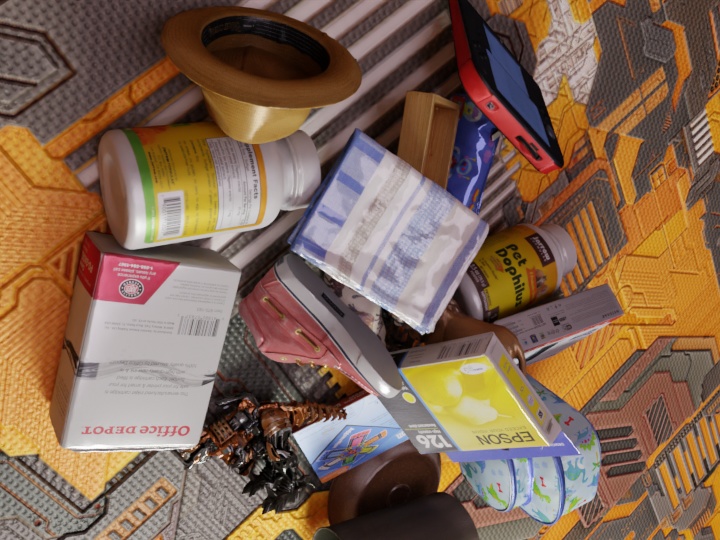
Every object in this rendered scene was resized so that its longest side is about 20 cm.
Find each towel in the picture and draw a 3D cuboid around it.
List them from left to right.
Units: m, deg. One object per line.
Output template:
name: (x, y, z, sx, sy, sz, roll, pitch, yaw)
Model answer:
towel: (0.036, -0.036, 0.775, 0.200, 0.024, 0.147, 32, 87, -25)

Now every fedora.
fedora: (-0.095, -0.178, 0.688, 0.200, 0.201, 0.082, -8, 134, -31)

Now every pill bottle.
pill bottle: (-0.145, -0.090, 0.721, 0.199, 0.111, 0.112, -12, 114, -30)
pill bottle: (0.195, 0.005, 0.986, 0.199, 0.109, 0.110, -24, 119, -25)

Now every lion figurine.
lion figurine: (0.128, 0.082, 0.870, 0.073, 0.199, 0.123, -57, 159, -55)

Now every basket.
basket: (0.052, 0.390, 0.980, 0.199, 0.136, 0.181, -14, 110, -33)

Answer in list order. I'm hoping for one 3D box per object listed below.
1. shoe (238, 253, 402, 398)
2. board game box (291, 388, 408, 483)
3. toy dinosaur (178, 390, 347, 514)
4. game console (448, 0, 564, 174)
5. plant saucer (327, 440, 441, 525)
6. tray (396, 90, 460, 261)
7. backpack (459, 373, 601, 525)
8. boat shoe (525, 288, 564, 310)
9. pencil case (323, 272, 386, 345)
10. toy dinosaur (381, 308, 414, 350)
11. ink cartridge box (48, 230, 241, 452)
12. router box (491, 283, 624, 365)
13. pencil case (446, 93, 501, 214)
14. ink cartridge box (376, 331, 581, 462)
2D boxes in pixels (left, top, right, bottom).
shoe: (-0.047, 0.083, 0.826, 0.091, 0.071, 0.200, -42, 92, 19)
board game box: (0.018, 0.198, 0.959, 0.199, 0.019, 0.103, -26, 121, -3)
toy dinosaur: (-0.110, 0.205, 0.869, 0.199, 0.102, 0.137, -12, 96, -3)
game console: (0.175, -0.222, 0.870, 0.200, 0.031, 0.178, 35, 42, -38)
plant saucer: (0.046, 0.318, 1.051, 0.199, 0.037, 0.202, -13, 115, -31)
tray: (0.068, -0.097, 0.839, 0.099, 0.037, 0.201, -11, 112, -65)
backpack: (0.234, 0.262, 1.053, 0.146, 0.200, 0.184, -20, 118, -27)
boat shoe: (0.210, 0.059, 1.061, 0.199, 0.073, 0.062, -17, 73, -20)
pencil case: (0.000, 0.000, 0.871, 0.089, 0.078, 0.201, 3, 107, -5)
toy dinosaur: (0.074, 0.069, 0.944, 0.088, 0.048, 0.201, -10, 114, 11)
ink cartridge box: (-0.223, 0.075, 0.747, 0.145, 0.083, 0.201, 9, 103, -36)
router box: (0.230, 0.097, 1.006, 0.199, 0.180, 0.049, -16, 72, -25)
pencil case: (0.126, -0.121, 0.908, 0.078, 0.087, 0.201, 1, 109, -53)
ink cartridge box: (0.125, 0.170, 0.863, 0.200, 0.197, 0.047, 54, 47, -17)
